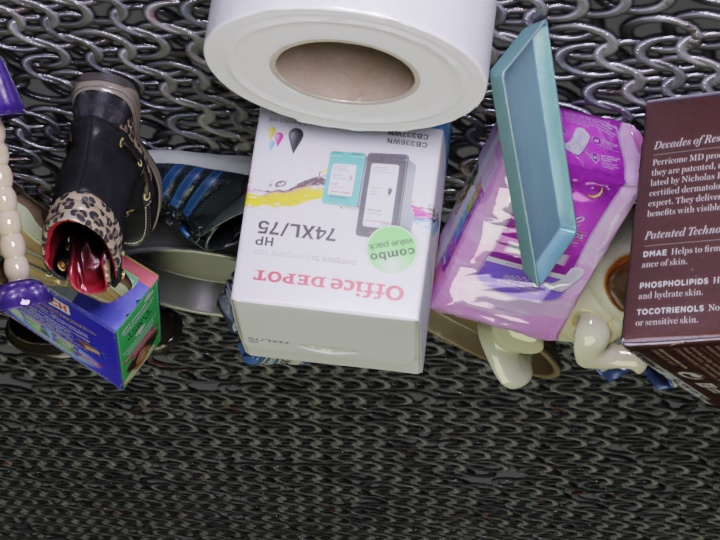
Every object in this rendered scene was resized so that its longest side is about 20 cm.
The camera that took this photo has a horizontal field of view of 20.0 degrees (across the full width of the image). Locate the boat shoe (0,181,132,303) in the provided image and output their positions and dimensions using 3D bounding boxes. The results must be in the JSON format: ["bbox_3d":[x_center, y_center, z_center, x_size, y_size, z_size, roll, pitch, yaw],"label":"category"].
[{"bbox_3d":[-0.280,-0.016,1.737,0.200,0.076,0.072,39,-179,-42],"label":"boat shoe"}]

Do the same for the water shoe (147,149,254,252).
[{"bbox_3d":[-0.143,-0.058,1.781,0.199,0.079,0.072,1,160,20],"label":"water shoe"}]

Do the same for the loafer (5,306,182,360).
[{"bbox_3d":[-0.292,0.048,2.186,0.199,0.073,0.071,-3,150,14],"label":"loafer"}]

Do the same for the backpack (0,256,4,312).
[{"bbox_3d":[-0.383,-0.043,1.803,0.200,0.154,0.176,23,160,-7],"label":"backpack"}]

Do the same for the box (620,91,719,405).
[{"bbox_3d":[0.311,-0.016,1.535,0.164,0.200,0.166,-5,157,35],"label":"box"}]

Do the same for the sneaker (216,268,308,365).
[{"bbox_3d":[-0.093,0.024,1.908,0.085,0.077,0.200,-12,135,-4],"label":"sneaker"}]

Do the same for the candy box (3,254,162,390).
[{"bbox_3d":[-0.282,0.020,1.988,0.169,0.077,0.200,32,163,6],"label":"candy box"}]

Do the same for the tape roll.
[{"bbox_3d":[-0.007,-0.167,1.423,0.202,0.071,0.202,6,161,2],"label":"tape roll"}]

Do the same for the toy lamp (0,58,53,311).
[{"bbox_3d":[-0.286,-0.069,1.629,0.058,0.201,0.058,-9,-178,0],"label":"toy lamp"}]

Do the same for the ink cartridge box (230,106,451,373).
[{"bbox_3d":[-0.012,-0.039,1.597,0.146,0.200,0.146,6,161,4],"label":"ink cartridge box"}]

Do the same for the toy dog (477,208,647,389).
[{"bbox_3d":[0.202,-0.002,1.767,0.200,0.140,0.194,-8,119,42],"label":"toy dog"}]

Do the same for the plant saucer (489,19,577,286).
[{"bbox_3d":[0.126,-0.084,1.491,0.019,0.070,0.200,13,137,30],"label":"plant saucer"}]

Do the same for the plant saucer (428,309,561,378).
[{"bbox_3d":[0.109,0.048,1.986,0.200,0.030,0.200,26,168,6],"label":"plant saucer"}]

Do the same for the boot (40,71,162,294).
[{"bbox_3d":[-0.212,-0.046,1.674,0.073,0.151,0.200,6,144,2],"label":"boot"}]

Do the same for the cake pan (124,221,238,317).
[{"bbox_3d":[-0.151,-0.001,2.016,0.200,0.037,0.200,7,161,2],"label":"cake pan"}]

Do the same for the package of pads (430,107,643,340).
[{"bbox_3d":[0.138,-0.037,1.626,0.120,0.076,0.200,13,134,-13],"label":"package of pads"}]

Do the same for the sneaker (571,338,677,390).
[{"bbox_3d":[0.235,0.058,1.959,0.200,0.088,0.075,16,162,-18],"label":"sneaker"}]
